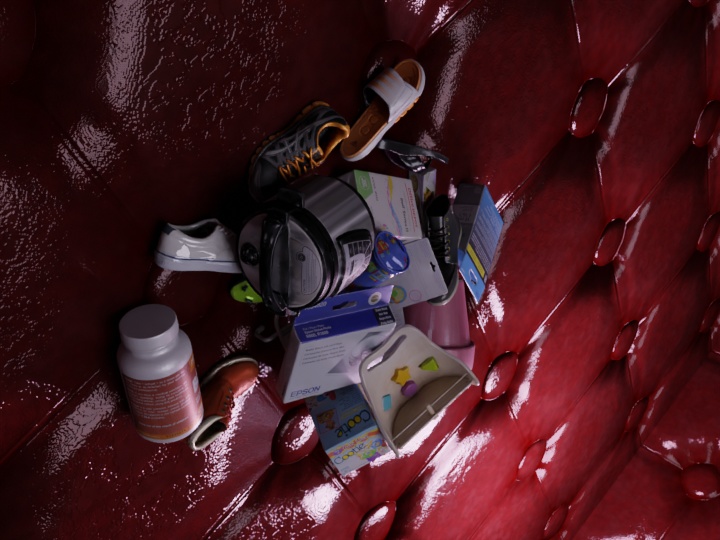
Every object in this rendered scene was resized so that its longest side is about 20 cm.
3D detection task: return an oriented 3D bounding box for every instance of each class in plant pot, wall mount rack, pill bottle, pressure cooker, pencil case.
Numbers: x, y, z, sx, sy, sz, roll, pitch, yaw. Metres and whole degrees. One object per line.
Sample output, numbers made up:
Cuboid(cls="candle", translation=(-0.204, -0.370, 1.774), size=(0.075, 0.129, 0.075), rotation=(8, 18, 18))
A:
Cuboid(cls="plant pot", translation=(0.134, 0.099, 1.708), size=(0.199, 0.199, 0.180), rotation=(-2, 99, -47))
Cuboid(cls="wall mount rack", translation=(-0.093, 0.116, 1.527), size=(0.173, 0.074, 0.201), rotation=(-35, 122, -23))
Cuboid(cls="pill bottle", translation=(-0.306, 0.155, 1.296), size=(0.112, 0.112, 0.201), rotation=(-29, 133, -33))
Cuboid(cls="pressure cooker", translation=(-0.090, -0.035, 1.287), size=(0.176, 0.178, 0.200), rotation=(57, 38, -4))
Cuboid(cls="pencil case", translation=(0.000, 0.000, 1.469), size=(0.078, 0.200, 0.087), rotation=(54, 47, -5))

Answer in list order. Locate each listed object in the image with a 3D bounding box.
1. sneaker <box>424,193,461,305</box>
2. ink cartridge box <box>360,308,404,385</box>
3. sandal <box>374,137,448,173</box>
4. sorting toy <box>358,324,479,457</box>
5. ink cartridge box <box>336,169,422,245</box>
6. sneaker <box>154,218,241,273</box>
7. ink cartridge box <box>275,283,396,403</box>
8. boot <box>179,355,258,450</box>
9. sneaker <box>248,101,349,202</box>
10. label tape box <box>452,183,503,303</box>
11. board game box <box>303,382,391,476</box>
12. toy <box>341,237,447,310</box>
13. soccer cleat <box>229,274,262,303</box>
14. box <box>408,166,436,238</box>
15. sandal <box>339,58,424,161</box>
Cuboid(cls="sneaker", translation=(0.142, -0.040, 1.601), size=(0.106, 0.074, 0.201), rotation=(62, 31, -53))
Cuboid(cls="ink cartridge box", translation=(0.037, 0.112, 1.615), size=(0.039, 0.099, 0.202), rotation=(40, 43, -81))
Cuboid(cls="sandal", translation=(0.075, -0.206, 1.526), size=(0.199, 0.075, 0.048), rotation=(6, 103, -40))
Cuboid(cls="sorting toy", translation=(0.079, 0.191, 1.508), size=(0.200, 0.107, 0.180), rotation=(-40, 123, -10))
Cuboid(cls="ink cartridge box", translation=(0.041, -0.105, 1.511), size=(0.199, 0.067, 0.118), rotation=(2, 73, -49))
Cuboid(cls="sneaker", translation=(-0.218, -0.040, 1.301), size=(0.199, 0.073, 0.071), rotation=(-4, 120, -47))
Cuboid(cls="ink cartridge box", translation=(-0.036, 0.126, 1.450), size=(0.199, 0.041, 0.201), rotation=(-11, 134, -33))
Cuboid(cls="boot", translation=(-0.233, 0.224, 1.430), size=(0.200, 0.107, 0.075), rotation=(-36, 135, -30))
Cuboid(cls="sneaker", translation=(-0.098, -0.184, 1.341), size=(0.200, 0.077, 0.078), rotation=(-50, 143, -11))
Cuboid(cls="label tape box", translation=(0.223, -0.055, 1.740), size=(0.143, 0.066, 0.201), rotation=(52, 52, -51))
Cuboid(cls="board game box", translation=(-0.036, 0.255, 1.572), size=(0.104, 0.201, 0.103), rotation=(-27, 137, -1))
Cuboid(cls="toy", translation=(0.049, 0.014, 1.574), size=(0.199, 0.047, 0.116), rotation=(-20, 111, 10))
Cuboid(cls="soccer cleat", translation=(-0.129, -0.003, 1.436), size=(0.199, 0.081, 0.068), rotation=(-20, 137, -12))
Cuboid(cls="box", translation=(0.118, -0.109, 1.659), size=(0.039, 0.041, 0.201), rotation=(-29, 134, -36))
Cuboid(cls="sandal", translation=(0.031, -0.276, 1.423), size=(0.207, 0.079, 0.059), rotation=(-54, 144, -5))
